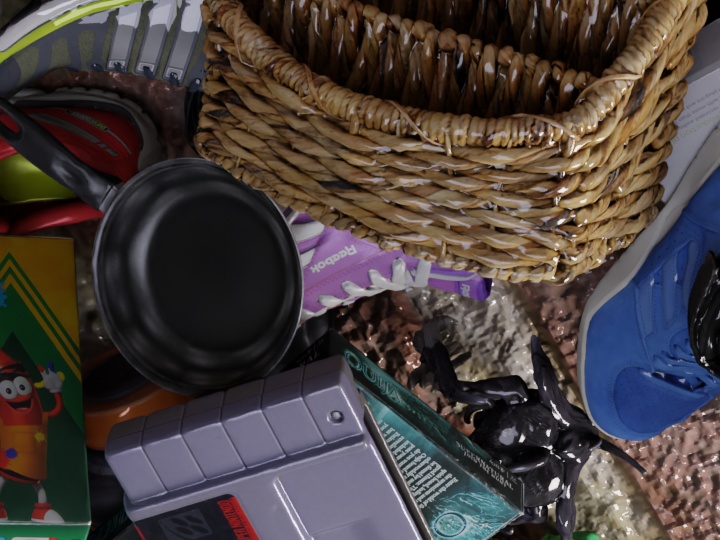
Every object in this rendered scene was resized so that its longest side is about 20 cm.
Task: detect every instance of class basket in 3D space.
[{"bbox_3d":[0.033,-0.099,0.991,0.199,0.143,0.150,23,117,25],"label":"basket"}]

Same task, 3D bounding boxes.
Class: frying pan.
[{"bbox_3d":[-0.109,-0.008,1.116,0.189,0.031,0.116,18,106,22],"label":"frying pan"}]

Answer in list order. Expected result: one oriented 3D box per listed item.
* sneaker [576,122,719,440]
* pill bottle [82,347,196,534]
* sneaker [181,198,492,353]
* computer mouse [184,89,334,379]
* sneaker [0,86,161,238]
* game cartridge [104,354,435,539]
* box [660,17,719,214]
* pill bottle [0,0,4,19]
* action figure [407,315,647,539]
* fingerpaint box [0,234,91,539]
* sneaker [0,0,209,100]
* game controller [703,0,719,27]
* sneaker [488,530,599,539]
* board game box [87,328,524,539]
[{"bbox_3d":[0.161,0.032,1.055,0.076,0.112,0.200,15,129,-19],"label":"sneaker"},{"bbox_3d":[-0.095,0.137,1.253,0.106,0.106,0.201,-12,118,17],"label":"pill bottle"},{"bbox_3d":[0.000,0.000,1.136,0.114,0.073,0.201,40,106,6],"label":"sneaker"},{"bbox_3d":[-0.055,-0.023,1.193,0.058,0.034,0.201,-6,119,15],"label":"computer mouse"},{"bbox_3d":[-0.202,-0.052,1.174,0.199,0.085,0.077,-5,119,13],"label":"sneaker"},{"bbox_3d":[-0.030,0.141,1.131,0.129,0.038,0.201,-20,121,11],"label":"game cartridge"},{"bbox_3d":[0.221,-0.049,1.087,0.144,0.036,0.200,-29,130,19],"label":"box"},{"bbox_3d":[-0.277,-0.161,1.106,0.113,0.114,0.200,-34,109,26],"label":"pill bottle"},{"bbox_3d":[0.046,0.086,1.202,0.199,0.102,0.120,-8,113,7],"label":"action figure"},{"bbox_3d":[-0.188,0.106,1.179,0.073,0.168,0.200,3,143,-16],"label":"fingerpaint box"},{"bbox_3d":[-0.101,-0.116,1.119,0.199,0.074,0.081,-21,107,23],"label":"sneaker"},{"bbox_3d":[0.182,-0.147,1.078,0.104,0.042,0.201,15,123,19],"label":"game controller"},{"bbox_3d":[0.091,0.167,1.259,0.199,0.074,0.084,18,125,-11],"label":"sneaker"},{"bbox_3d":[-0.034,0.131,1.160,0.135,0.028,0.200,39,118,-22],"label":"board game box"}]
